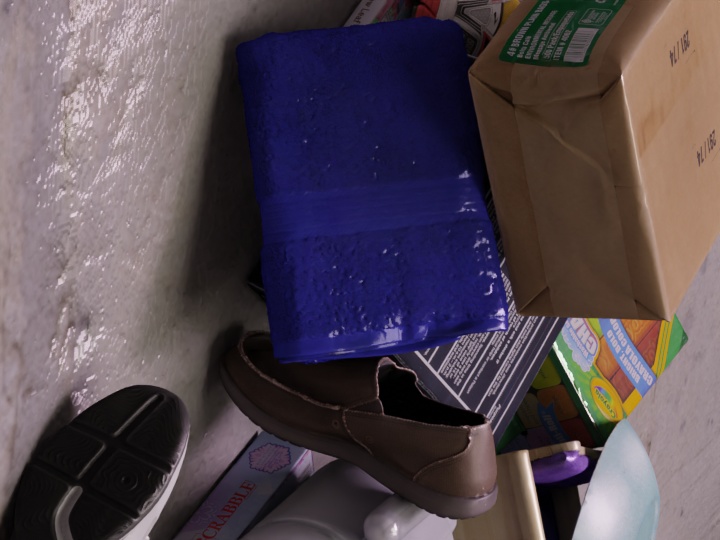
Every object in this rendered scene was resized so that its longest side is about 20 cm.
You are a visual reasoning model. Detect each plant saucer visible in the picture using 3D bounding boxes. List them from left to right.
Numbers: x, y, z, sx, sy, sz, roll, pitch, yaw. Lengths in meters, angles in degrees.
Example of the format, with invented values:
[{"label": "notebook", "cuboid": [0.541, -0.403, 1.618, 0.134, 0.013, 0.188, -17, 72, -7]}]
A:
[{"label": "plant saucer", "cuboid": [0.179, 0.207, 1.845, 0.201, 0.039, 0.202, 13, 90, -76]}]

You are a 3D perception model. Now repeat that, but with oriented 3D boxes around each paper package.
[{"label": "paper package", "cuboid": [0.161, -0.093, 1.617, 0.200, 0.103, 0.191, -53, 137, -48]}]

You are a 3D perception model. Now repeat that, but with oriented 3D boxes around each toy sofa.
[{"label": "toy sofa", "cuboid": [0.125, 0.171, 1.810, 0.200, 0.097, 0.083, 25, 55, -75]}]

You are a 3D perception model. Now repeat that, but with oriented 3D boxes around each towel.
[{"label": "towel", "cuboid": [0.004, -0.048, 1.574, 0.050, 0.147, 0.201, 157, -74, -75]}]

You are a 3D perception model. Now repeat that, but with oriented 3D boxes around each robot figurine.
[{"label": "robot figurine", "cuboid": [-0.015, 0.190, 1.628, 0.170, 0.113, 0.200, -52, 172, 36]}]

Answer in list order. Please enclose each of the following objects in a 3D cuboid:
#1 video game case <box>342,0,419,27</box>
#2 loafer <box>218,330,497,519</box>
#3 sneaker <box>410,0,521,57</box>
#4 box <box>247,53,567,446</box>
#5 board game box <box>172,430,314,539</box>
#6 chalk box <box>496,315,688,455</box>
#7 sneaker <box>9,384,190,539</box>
[{"label": "video game case", "cuboid": [0.045, -0.138, 1.792, 0.182, 0.022, 0.200, -57, 149, -36]}, {"label": "loafer", "cuboid": [0.005, 0.079, 1.606, 0.073, 0.200, 0.071, -28, 139, -58]}, {"label": "sneaker", "cuboid": [0.103, -0.150, 1.784, 0.200, 0.082, 0.078, 12, 92, -66]}, {"label": "box", "cuboid": [0.053, -0.014, 1.716, 0.200, 0.123, 0.198, -59, 147, -12]}, {"label": "board game box", "cuboid": [-0.086, 0.242, 1.690, 0.200, 0.041, 0.200, -50, 144, -45]}, {"label": "chalk box", "cuboid": [0.129, 0.061, 1.905, 0.125, 0.124, 0.200, 61, 40, -16]}, {"label": "sneaker", "cuboid": [-0.156, 0.166, 1.490, 0.201, 0.076, 0.115, -58, 159, -18]}]
